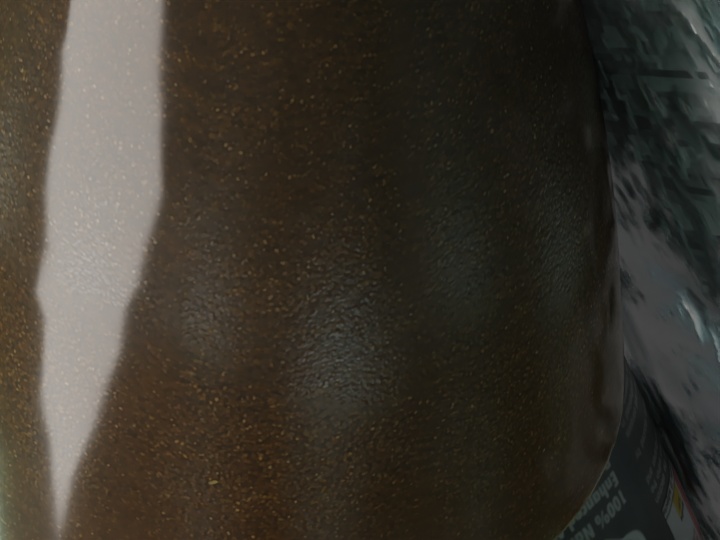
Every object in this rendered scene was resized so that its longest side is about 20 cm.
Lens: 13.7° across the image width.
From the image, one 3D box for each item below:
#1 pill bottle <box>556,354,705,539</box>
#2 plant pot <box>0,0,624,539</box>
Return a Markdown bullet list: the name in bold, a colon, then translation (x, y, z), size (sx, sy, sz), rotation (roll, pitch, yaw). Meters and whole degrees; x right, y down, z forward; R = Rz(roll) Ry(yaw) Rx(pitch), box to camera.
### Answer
- **pill bottle**: translation (0.042, 0.084, 0.890), size (0.200, 0.116, 0.116), rotation (63, 169, -28)
- **plant pot**: translation (-0.021, -0.045, 0.709), size (0.187, 0.186, 0.200), rotation (52, 153, 35)
